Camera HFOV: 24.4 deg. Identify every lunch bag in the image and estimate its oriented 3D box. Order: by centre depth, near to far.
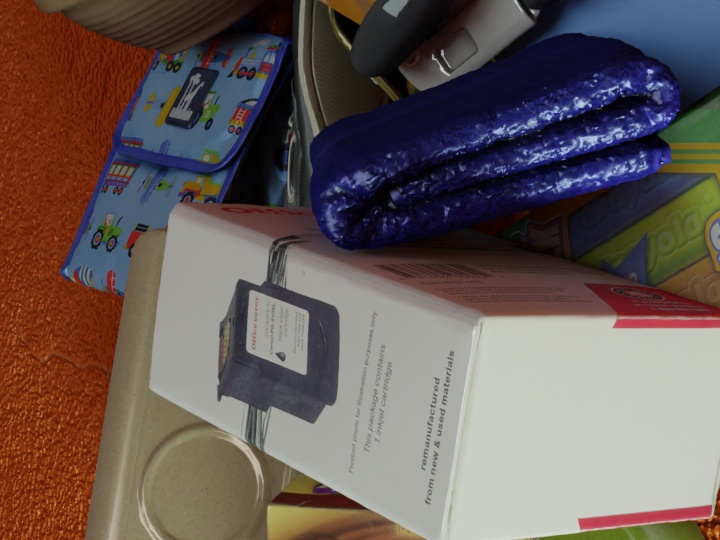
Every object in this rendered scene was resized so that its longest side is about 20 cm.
[{"bbox_3d":[-0.097,-0.071,1.085,0.150,0.094,0.202,11,84,52],"label":"lunch bag"}]

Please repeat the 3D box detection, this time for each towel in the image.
[{"bbox_3d":[0.051,-0.052,0.699,0.200,0.147,0.050,-95,-17,-80],"label":"towel"}]

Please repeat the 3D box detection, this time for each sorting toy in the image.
[{"bbox_3d":[-0.033,0.074,0.823,0.198,0.036,0.187,2,72,15],"label":"sorting toy"}]

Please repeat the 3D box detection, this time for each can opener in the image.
[{"bbox_3d":[0.074,-0.145,0.764,0.200,0.067,0.054,-37,83,39],"label":"can opener"}]

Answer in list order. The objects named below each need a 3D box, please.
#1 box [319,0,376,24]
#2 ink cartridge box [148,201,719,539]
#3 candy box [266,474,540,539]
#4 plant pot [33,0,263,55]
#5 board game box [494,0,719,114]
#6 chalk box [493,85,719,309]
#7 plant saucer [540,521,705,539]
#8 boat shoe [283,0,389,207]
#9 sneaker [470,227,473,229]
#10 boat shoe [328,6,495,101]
[{"bbox_3d":[0.025,-0.189,0.912,0.119,0.042,0.200,-42,45,-10],"label":"box"},{"bbox_3d":[0.028,0.033,0.664,0.199,0.144,0.085,20,104,50],"label":"ink cartridge box"},{"bbox_3d":[0.021,0.198,0.743,0.116,0.056,0.202,1,98,13],"label":"candy box"},{"bbox_3d":[-0.108,-0.203,1.054,0.200,0.201,0.093,-10,121,50],"label":"plant pot"},{"bbox_3d":[0.133,-0.136,0.791,0.157,0.039,0.202,-10,94,40],"label":"board game box"},{"bbox_3d":[0.144,0.024,0.734,0.200,0.124,0.125,-36,60,45],"label":"chalk box"},{"bbox_3d":[0.074,0.171,0.798,0.198,0.031,0.202,-5,73,17],"label":"plant saucer"},{"bbox_3d":[-0.021,-0.091,0.987,0.067,0.071,0.202,-9,84,50],"label":"boat shoe"},{"bbox_3d":[0.000,0.000,0.899,0.078,0.077,0.200,34,123,-3],"label":"sneaker"},{"bbox_3d":[0.051,-0.097,0.900,0.200,0.068,0.072,40,118,45],"label":"boat shoe"}]
